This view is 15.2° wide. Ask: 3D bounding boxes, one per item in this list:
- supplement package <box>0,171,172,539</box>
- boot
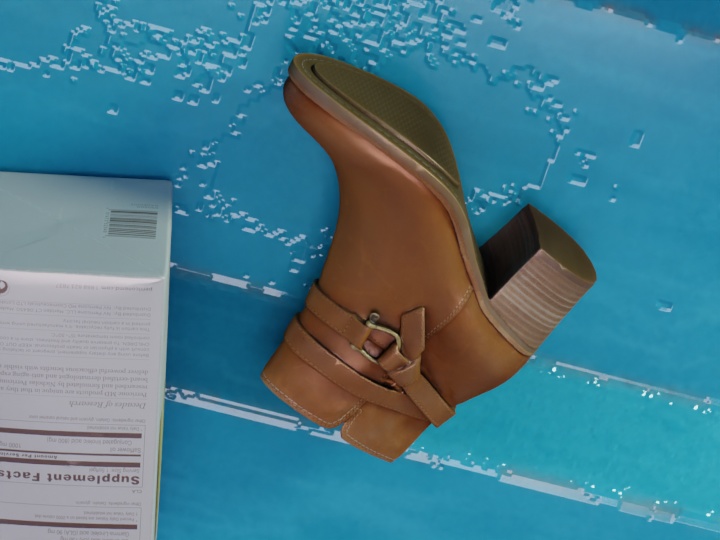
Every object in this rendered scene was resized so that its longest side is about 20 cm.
[{"bbox_3d":[-0.152,0.065,1.341,0.109,0.114,0.201,3,117,-4],"label":"supplement package"},{"bbox_3d":[0.000,0.000,1.342,0.200,0.074,0.155,41,112,-17],"label":"boot"}]
